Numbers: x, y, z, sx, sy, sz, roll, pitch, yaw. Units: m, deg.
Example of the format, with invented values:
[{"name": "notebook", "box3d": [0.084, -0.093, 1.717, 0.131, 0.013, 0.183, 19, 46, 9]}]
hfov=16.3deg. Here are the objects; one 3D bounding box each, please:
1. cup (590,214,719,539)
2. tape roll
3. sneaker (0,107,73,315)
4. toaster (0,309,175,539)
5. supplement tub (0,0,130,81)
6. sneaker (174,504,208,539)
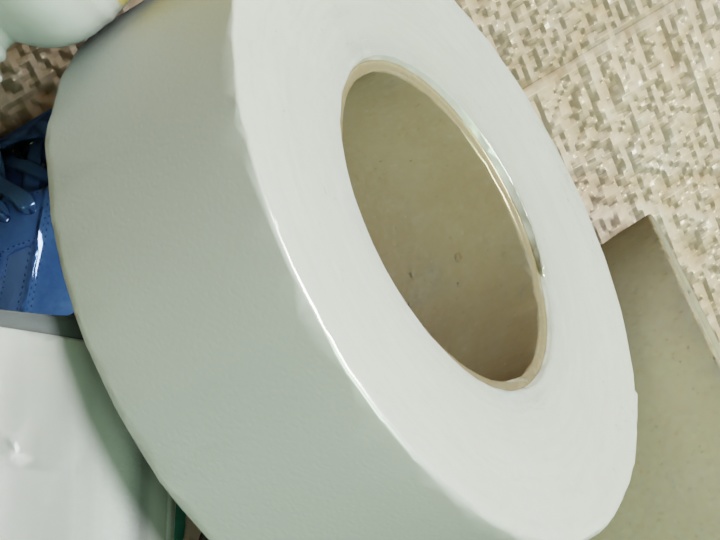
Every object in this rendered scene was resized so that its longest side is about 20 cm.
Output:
[{"name": "cup", "box3d": [0.082, 0.101, 0.876, 0.143, 0.200, 0.201, -25, 121, 7]}, {"name": "tape roll", "box3d": [0.000, 0.000, 0.740, 0.071, 0.203, 0.202, -27, 126, 26]}, {"name": "sneaker", "box3d": [-0.134, -0.014, 0.782, 0.200, 0.077, 0.111, -41, 131, 4]}, {"name": "toaster", "box3d": [-0.128, 0.075, 0.693, 0.199, 0.113, 0.130, 10, 72, -37]}, {"name": "supplement tub", "box3d": [-0.086, -0.155, 0.705, 0.200, 0.145, 0.145, -44, 121, -2]}, {"name": "sneaker", "box3d": [-0.061, 0.142, 0.829, 0.083, 0.200, 0.121, 24, 116, -2]}]
